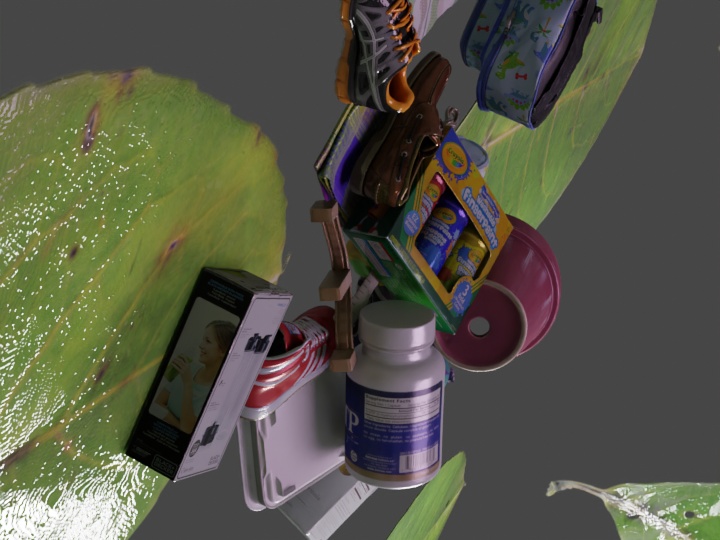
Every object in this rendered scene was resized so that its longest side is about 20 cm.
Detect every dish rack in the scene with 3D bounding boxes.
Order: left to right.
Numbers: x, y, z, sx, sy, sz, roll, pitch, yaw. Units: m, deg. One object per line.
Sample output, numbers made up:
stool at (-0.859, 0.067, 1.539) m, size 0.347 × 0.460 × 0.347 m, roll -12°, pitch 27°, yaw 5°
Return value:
dish rack at (-0.064, 0.185, 1.647) m, size 0.200 × 0.043 × 0.173 m, roll -26°, pitch 120°, yaw -46°

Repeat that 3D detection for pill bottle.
pill bottle at (0.041, 0.144, 1.629) m, size 0.120 × 0.119 × 0.201 m, roll -37°, pitch 133°, yaw -60°

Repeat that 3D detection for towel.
towel at (0.001, -0.135, 1.562) m, size 0.144 × 0.023 × 0.200 m, roll -61°, pitch 165°, yaw -11°
towel at (0.081, -0.310, 1.497) m, size 0.200 × 0.031 × 0.150 m, roll -57°, pitch 163°, yaw -45°

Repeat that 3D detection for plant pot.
plant pot at (0.164, 0.041, 1.817) m, size 0.179 × 0.199 × 0.201 m, roll -60°, pitch 171°, yaw -69°

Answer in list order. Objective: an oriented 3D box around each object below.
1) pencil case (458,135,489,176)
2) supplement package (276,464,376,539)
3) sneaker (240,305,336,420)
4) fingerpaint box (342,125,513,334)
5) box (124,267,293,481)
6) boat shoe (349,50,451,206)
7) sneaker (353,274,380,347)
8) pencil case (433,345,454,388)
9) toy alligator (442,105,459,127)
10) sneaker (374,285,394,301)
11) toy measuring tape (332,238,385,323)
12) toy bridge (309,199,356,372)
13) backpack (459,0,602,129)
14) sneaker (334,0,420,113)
pencil case at (0.118, -0.088, 1.922) m, size 0.091 × 0.083 × 0.201 m, roll -84°, pitch -173°, yaw -53°
supplement package at (-0.030, 0.246, 1.804) m, size 0.200 × 0.114 × 0.110 m, roll -45°, pitch 161°, yaw -10°
sneaker at (-0.072, 0.074, 1.556) m, size 0.200 × 0.071 × 0.113 m, roll -46°, pitch 160°, yaw -45°
fingerpaint box at (0.087, -0.050, 1.651) m, size 0.167 × 0.073 × 0.200 m, roll -59°, pitch 137°, yaw -22°
box at (-0.147, 0.100, 1.359) m, size 0.201 × 0.060 × 0.117 m, roll -66°, pitch 165°, yaw 7°
boat shoe at (0.063, -0.156, 1.563) m, size 0.201 × 0.068 × 0.072 m, roll -61°, pitch 163°, yaw -17°
sneaker at (0.021, 0.047, 1.858) m, size 0.201 × 0.078 × 0.089 m, roll -60°, pitch 177°, yaw 5°
pencil case at (0.061, 0.125, 1.800) m, size 0.200 × 0.085 × 0.093 m, roll 31°, pitch 52°, yaw -72°
toy alligator at (0.072, -0.134, 1.762) m, size 0.054 × 0.059 × 0.201 m, roll -16°, pitch -145°, yaw 43°
sneaker at (0.081, -0.051, 1.770) m, size 0.106 × 0.075 × 0.201 m, roll -25°, pitch -141°, yaw 53°
toy measuring tape at (0.000, 0.000, 1.675) m, size 0.200 × 0.073 × 0.074 m, roll -56°, pitch 163°, yaw -38°
toy bridge at (-0.027, 0.016, 1.555) m, size 0.067 × 0.027 × 0.201 m, roll -62°, pitch 148°, yaw -68°
backpack at (0.212, -0.295, 1.781) m, size 0.183 × 0.146 × 0.201 m, roll 36°, pitch 76°, yaw -76°
sneaker at (0.025, -0.239, 1.368) m, size 0.078 × 0.077 × 0.201 m, roll -52°, pitch 160°, yaw -34°
